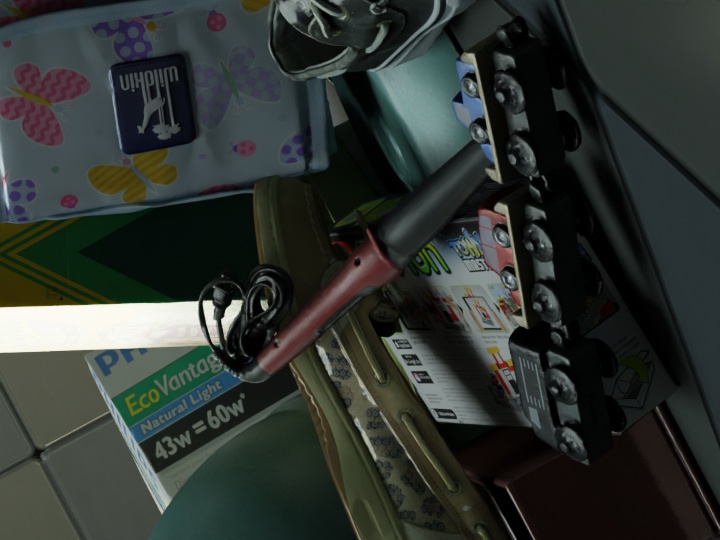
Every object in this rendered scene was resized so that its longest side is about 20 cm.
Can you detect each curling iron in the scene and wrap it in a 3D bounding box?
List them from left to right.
[{"bbox_3d":[0.002,-0.014,1.247,0.050,0.200,0.026,53,-147,-2],"label":"curling iron"}]

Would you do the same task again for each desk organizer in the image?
[{"bbox_3d":[0.097,0.103,1.370,0.072,0.077,0.200,62,173,-3],"label":"desk organizer"}]

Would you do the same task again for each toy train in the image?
[{"bbox_3d":[0.069,-0.012,1.168,0.046,0.034,0.200,23,135,44],"label":"toy train"}]

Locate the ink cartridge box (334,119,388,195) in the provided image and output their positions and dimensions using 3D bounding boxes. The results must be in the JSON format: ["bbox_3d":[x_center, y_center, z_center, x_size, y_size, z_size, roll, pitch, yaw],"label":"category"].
[{"bbox_3d":[-0.005,-0.061,1.599,0.146,0.048,0.200,94,151,-76],"label":"ink cartridge box"}]

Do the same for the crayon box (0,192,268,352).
[{"bbox_3d":[-0.115,0.004,1.487,0.200,0.173,0.058,121,145,-81],"label":"crayon box"}]

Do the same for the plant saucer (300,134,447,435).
[{"bbox_3d":[0.000,0.000,1.497,0.200,0.031,0.200,60,171,15],"label":"plant saucer"}]

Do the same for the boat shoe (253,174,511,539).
[{"bbox_3d":[0.006,0.046,1.327,0.073,0.063,0.200,23,-135,-81],"label":"boat shoe"}]

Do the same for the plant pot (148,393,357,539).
[{"bbox_3d":[-0.039,0.175,1.475,0.200,0.134,0.200,34,136,41],"label":"plant pot"}]

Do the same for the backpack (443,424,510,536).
[{"bbox_3d":[0.044,0.150,1.617,0.200,0.153,0.176,50,171,9],"label":"backpack"}]

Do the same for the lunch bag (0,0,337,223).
[{"bbox_3d":[-0.105,-0.128,1.373,0.127,0.170,0.200,150,113,-83],"label":"lunch bag"}]

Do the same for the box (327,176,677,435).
[{"bbox_3d":[0.056,0.016,1.308,0.110,0.035,0.200,58,162,-11],"label":"box"}]

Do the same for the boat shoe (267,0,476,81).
[{"bbox_3d":[0.000,-0.117,1.218,0.072,0.071,0.200,61,167,13],"label":"boat shoe"}]

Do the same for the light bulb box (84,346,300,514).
[{"bbox_3d":[-0.039,0.092,1.809,0.125,0.198,0.200,56,172,28],"label":"light bulb box"}]

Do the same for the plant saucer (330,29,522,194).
[{"bbox_3d":[0.027,-0.066,1.399,0.200,0.036,0.200,60,172,14],"label":"plant saucer"}]
